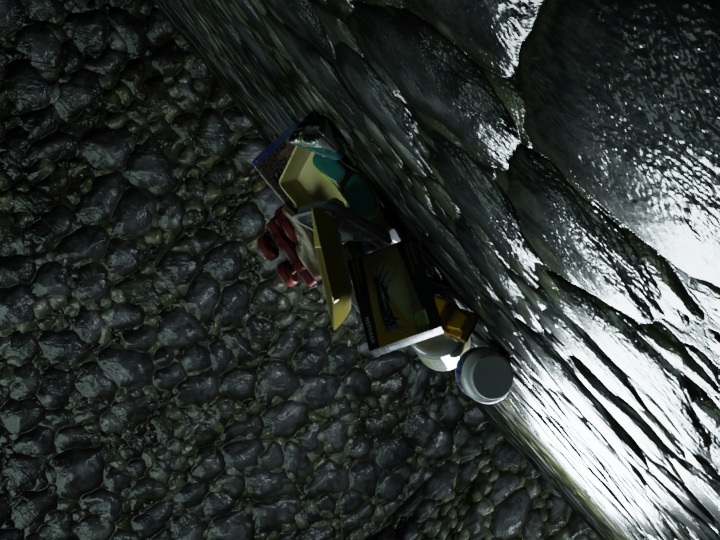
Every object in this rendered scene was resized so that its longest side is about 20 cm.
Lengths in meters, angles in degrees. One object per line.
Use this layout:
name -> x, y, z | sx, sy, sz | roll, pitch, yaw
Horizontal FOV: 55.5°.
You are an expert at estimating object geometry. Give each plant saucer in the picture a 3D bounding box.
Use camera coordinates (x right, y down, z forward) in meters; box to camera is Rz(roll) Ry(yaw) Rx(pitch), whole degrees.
plant saucer -> -0.056, -0.005, 1.415 | 0.201, 0.047, 0.206 | 95, 162, -69
plant saucer -> -0.085, -0.200, 1.582 | 0.201, 0.048, 0.201 | 49, 138, 10

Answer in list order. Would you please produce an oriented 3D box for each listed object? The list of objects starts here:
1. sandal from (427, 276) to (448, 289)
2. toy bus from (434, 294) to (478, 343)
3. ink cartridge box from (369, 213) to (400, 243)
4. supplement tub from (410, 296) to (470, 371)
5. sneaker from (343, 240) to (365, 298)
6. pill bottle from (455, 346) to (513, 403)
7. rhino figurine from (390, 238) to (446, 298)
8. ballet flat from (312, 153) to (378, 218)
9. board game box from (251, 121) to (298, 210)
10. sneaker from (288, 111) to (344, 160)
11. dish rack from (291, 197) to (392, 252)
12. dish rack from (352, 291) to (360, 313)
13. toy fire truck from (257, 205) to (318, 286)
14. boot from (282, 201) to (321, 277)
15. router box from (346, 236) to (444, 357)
sandal -> 0.097, 0.040, 1.495 | 0.193, 0.047, 0.075 | 1, 164, 14
toy bus -> 0.168, 0.095, 1.510 | 0.078, 0.066, 0.198 | 39, 169, -30
ink cartridge box -> 0.008, -0.112, 1.681 | 0.201, 0.083, 0.145 | 48, 178, 29
supplement tub -> 0.194, 0.161, 1.671 | 0.145, 0.144, 0.200 | 47, 177, 25
sneaker -> 0.012, -0.012, 1.560 | 0.202, 0.087, 0.080 | 77, 175, -61
pill bottle -> 0.279, 0.234, 1.534 | 0.120, 0.119, 0.200 | 48, 177, 6
rhino figurine -> 0.122, 0.005, 1.586 | 0.198, 0.060, 0.088 | 36, 164, 8
ballet flat -> -0.021, -0.186, 1.446 | 0.200, 0.067, 0.067 | 45, -162, 20
board game box -> -0.156, -0.246, 1.773 | 0.201, 0.159, 0.097 | 48, 177, 14
sneaker -> -0.088, -0.260, 1.375 | 0.079, 0.078, 0.200 | 40, -177, -29
dish rack -> -0.036, -0.100, 1.492 | 0.197, 0.045, 0.170 | 27, 163, -31
dish rack -> 0.007, 0.050, 1.762 | 0.201, 0.044, 0.171 | 50, -164, 18
toy fire truck -> -0.166, -0.063, 1.765 | 0.202, 0.111, 0.169 | 53, -161, -11
boot -> -0.134, -0.070, 1.635 | 0.202, 0.075, 0.074 | 54, -173, -16
router box -> 0.070, 0.053, 1.398 | 0.052, 0.153, 0.205 | 53, -161, -65
